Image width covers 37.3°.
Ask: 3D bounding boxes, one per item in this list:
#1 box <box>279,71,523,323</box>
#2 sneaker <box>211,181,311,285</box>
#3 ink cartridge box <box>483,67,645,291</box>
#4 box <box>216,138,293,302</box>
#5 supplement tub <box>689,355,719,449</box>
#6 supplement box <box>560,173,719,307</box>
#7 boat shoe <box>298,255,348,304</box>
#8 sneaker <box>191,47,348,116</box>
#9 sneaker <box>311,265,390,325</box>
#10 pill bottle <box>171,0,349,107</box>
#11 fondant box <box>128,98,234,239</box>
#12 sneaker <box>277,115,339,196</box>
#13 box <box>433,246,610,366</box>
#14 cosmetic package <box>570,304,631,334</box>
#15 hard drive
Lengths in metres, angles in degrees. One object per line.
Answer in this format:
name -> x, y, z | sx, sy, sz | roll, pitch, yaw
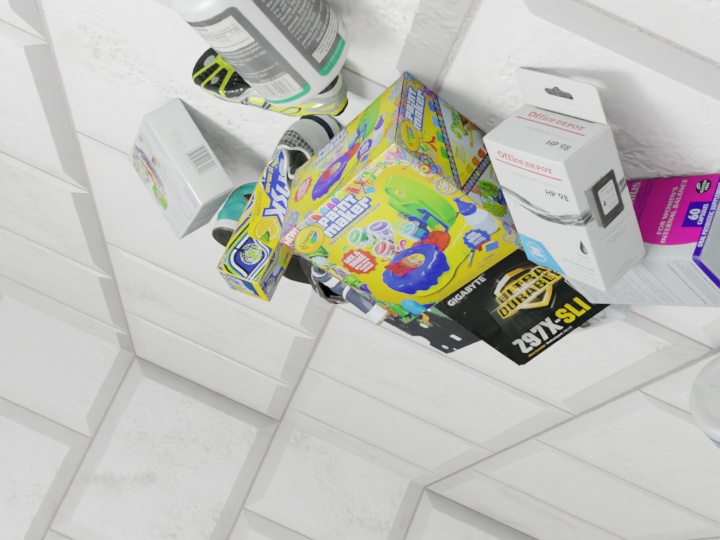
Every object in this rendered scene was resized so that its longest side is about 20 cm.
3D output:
box -> 0.050, -0.074, 1.182 | 0.192, 0.122, 0.200 | 33, 133, -23
sneaker -> -0.110, -0.064, 1.524 | 0.199, 0.121, 0.083 | 28, 150, -28
ink cartridge box -> 0.193, -0.088, 1.037 | 0.116, 0.067, 0.201 | 28, 151, 51
box -> -0.111, -0.067, 1.390 | 0.064, 0.201, 0.070 | 18, 161, 16
supplement tub -> 0.540, 0.206, 1.436 | 0.132, 0.133, 0.200 | 5, 154, 45
supplement box -> 0.311, -0.029, 1.129 | 0.103, 0.102, 0.199 | 37, 158, -32
boat shoe -> -0.037, 0.015, 1.465 | 0.057, 0.067, 0.200 | 63, -176, 28
sneaker -> -0.105, -0.206, 1.206 | 0.199, 0.076, 0.076 | 16, 159, 29
sneaker -> 0.000, 0.000, 1.346 | 0.108, 0.070, 0.200 | 37, -171, -4
pill bottle -> -0.107, -0.256, 1.009 | 0.113, 0.114, 0.200 | 7, 154, 42
fondant box -> -0.257, -0.138, 1.505 | 0.145, 0.058, 0.200 | 58, 157, 0
sneaker -> -0.054, -0.094, 1.325 | 0.076, 0.081, 0.201 | 0, 125, 31
box -> 0.210, 0.015, 1.297 | 0.159, 0.049, 0.200 | 33, 125, -24
cosmetic package -> 0.252, 0.025, 1.431 | 0.150, 0.052, 0.200 | 30, 161, -9
hard drive -> 0.104, 0.056, 1.470 | 0.139, 0.038, 0.200 | 27, 161, -9
